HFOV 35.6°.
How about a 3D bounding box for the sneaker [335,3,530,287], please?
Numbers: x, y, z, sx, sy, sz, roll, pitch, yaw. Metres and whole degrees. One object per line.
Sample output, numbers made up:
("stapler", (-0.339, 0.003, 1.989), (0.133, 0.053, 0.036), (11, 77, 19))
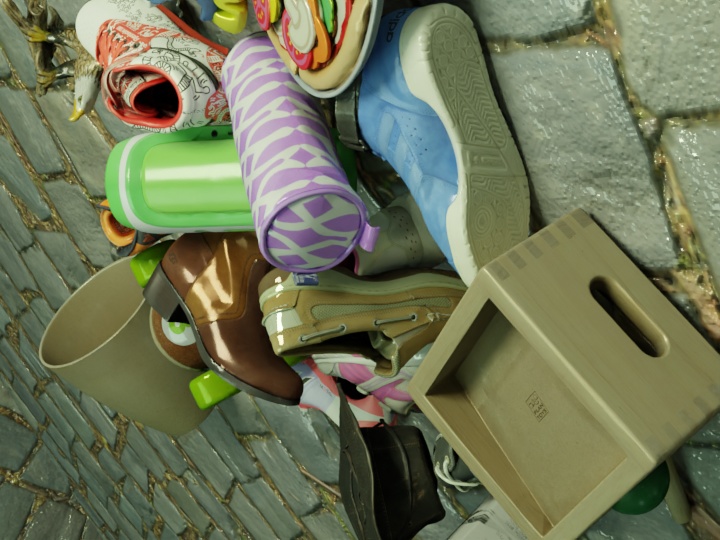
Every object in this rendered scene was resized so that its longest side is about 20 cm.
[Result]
("sneaker", (0.044, -0.082, 0.778), (0.111, 0.077, 0.202), (9, 126, 49))

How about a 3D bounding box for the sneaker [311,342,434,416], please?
("sneaker", (0.027, 0.088, 1.002), (0.199, 0.081, 0.089), (-2, 118, 60))

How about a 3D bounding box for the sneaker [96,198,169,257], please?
("sneaker", (-0.205, -0.071, 1.108), (0.078, 0.111, 0.200), (66, 174, -10))

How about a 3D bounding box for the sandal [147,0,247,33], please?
("sandal", (-0.118, -0.248, 0.763), (0.201, 0.086, 0.080), (97, 172, -47))

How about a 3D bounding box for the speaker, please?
("speaker", (-0.107, -0.075, 0.928), (0.197, 0.089, 0.089), (-1, 129, 17))

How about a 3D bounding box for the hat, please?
("hat", (0.030, 0.188, 0.967), (0.201, 0.080, 0.203), (169, 90, -81))

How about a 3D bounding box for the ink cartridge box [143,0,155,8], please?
("ink cartridge box", (-0.168, -0.324, 0.831), (0.145, 0.087, 0.201), (46, 150, 17))

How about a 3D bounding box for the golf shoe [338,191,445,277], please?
("golf shoe", (0.000, 0.000, 0.925), (0.076, 0.091, 0.200), (60, 155, 13))

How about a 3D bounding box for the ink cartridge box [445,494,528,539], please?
("ink cartridge box", (0.102, 0.242, 0.926), (0.068, 0.200, 0.116), (46, 152, 9))

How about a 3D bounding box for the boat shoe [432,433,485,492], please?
("boat shoe", (0.093, 0.154, 0.902), (0.072, 0.068, 0.200), (45, 179, 1))

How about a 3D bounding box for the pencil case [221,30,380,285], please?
("pencil case", (-0.048, -0.090, 0.813), (0.084, 0.084, 0.201), (104, 156, -47))

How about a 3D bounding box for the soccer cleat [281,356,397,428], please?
("soccer cleat", (-0.036, 0.116, 1.168), (0.199, 0.066, 0.077), (27, 126, 42))

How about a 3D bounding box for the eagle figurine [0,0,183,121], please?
("eagle figurine", (-0.230, -0.197, 1.072), (0.198, 0.153, 0.152), (8, -179, 15))

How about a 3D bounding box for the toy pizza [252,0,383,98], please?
("toy pizza", (-0.040, -0.214, 0.735), (0.200, 0.031, 0.203), (37, 132, 56))

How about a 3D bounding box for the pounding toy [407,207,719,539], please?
("pounding toy", (0.160, 0.093, 0.765), (0.200, 0.141, 0.185), (49, 145, 17))

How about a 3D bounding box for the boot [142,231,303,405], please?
("boot", (-0.076, -0.006, 0.989), (0.188, 0.201, 0.068), (42, -167, 25))

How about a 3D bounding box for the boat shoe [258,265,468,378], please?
("boat shoe", (0.020, 0.045, 0.837), (0.072, 0.198, 0.077), (125, 141, -53))

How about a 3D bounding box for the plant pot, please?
("plant pot", (-0.278, 0.116, 1.450), (0.186, 0.188, 0.201), (13, 147, 52))

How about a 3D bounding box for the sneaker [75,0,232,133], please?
("sneaker", (-0.187, -0.173, 0.919), (0.200, 0.108, 0.068), (29, 120, 23))

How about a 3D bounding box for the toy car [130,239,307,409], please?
("toy car", (-0.103, 0.015, 1.073), (0.200, 0.157, 0.166), (-33, 83, 52))
